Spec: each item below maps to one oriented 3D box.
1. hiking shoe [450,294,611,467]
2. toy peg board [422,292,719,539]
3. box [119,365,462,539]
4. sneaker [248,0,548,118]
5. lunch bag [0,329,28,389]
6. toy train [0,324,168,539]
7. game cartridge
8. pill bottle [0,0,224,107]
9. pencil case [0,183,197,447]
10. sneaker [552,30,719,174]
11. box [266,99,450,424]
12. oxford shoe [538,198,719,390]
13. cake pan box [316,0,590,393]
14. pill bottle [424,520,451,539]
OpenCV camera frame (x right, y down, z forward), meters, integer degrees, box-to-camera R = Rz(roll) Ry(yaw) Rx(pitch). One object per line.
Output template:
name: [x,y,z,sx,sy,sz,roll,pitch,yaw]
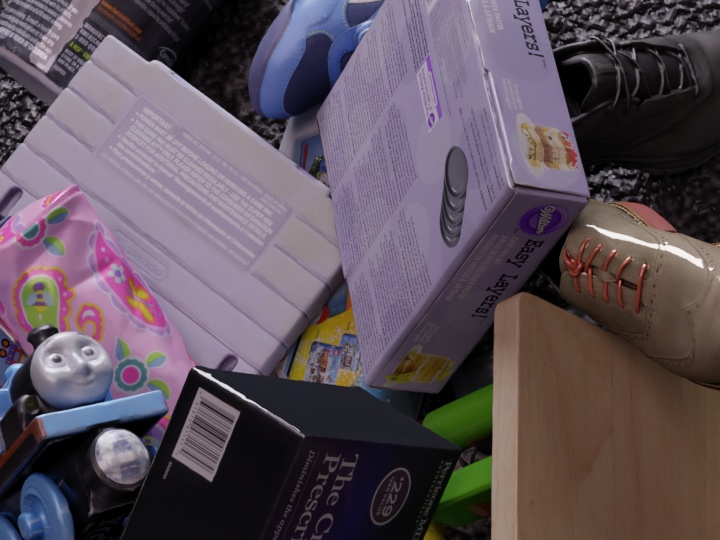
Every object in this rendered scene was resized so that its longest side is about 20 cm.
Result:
hiking shoe: [0.144,0.047,1.147,0.199,0.074,0.087,-12,93,10]
toy peg board: [0.117,0.146,1.057,0.098,0.198,0.201,-28,49,43]
box: [-0.051,0.156,0.995,0.079,0.141,0.201,28,99,31]
sneaker: [0.024,-0.144,1.224,0.199,0.074,0.082,-35,63,-15]
lunch bag: [-0.189,0.102,1.181,0.199,0.094,0.151,21,61,-16]
toy train: [-0.161,0.105,1.037,0.086,0.200,0.115,-13,71,-34]
game cartridge: [-0.105,-0.032,1.205,0.200,0.038,0.130,37,80,12]
pill bottle: [-0.135,-0.187,1.297,0.106,0.106,0.200,33,82,26]
pencil case: [-0.135,0.051,1.140,0.087,0.087,0.200,-36,95,2]
sneaker: [0.146,-0.096,1.163,0.199,0.091,0.076,-18,69,-12]
box: [0.000,0.000,1.218,0.136,0.038,0.201,12,74,22]
oxford shoe: [0.135,0.011,1.017,0.200,0.074,0.071,-147,68,-66]
cake pan box: [0.041,-0.065,1.103,0.052,0.184,0.201,7,51,-25]
pill bottle: [0.015,0.194,1.097,0.111,0.111,0.201,-33,63,3]
